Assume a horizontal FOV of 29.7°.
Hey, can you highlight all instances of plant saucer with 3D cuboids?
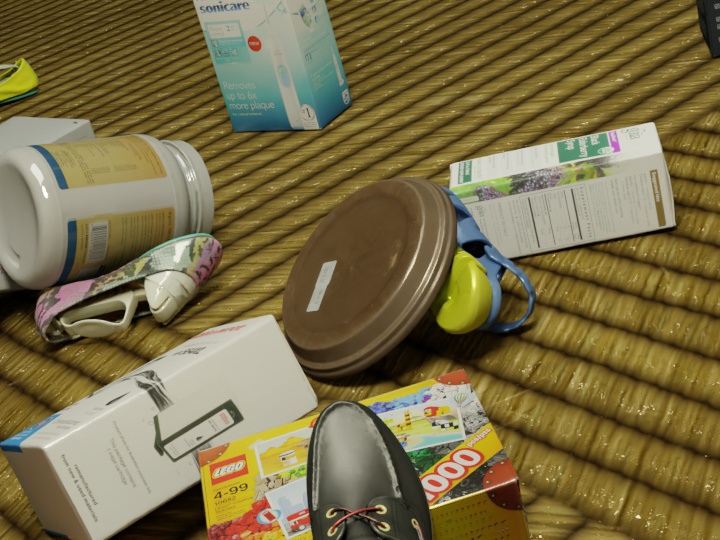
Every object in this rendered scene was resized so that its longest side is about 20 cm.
[{"bbox_3d":[0.000,0.000,1.173,0.200,0.029,0.201,-33,39,30],"label":"plant saucer"}]

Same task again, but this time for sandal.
[{"bbox_3d":[0.090,-0.005,1.179,0.087,0.080,0.200,15,30,-26],"label":"sandal"}]

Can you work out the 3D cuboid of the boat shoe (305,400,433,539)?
[{"bbox_3d":[0.008,0.164,0.793,0.073,0.063,0.202,-12,62,1],"label":"boat shoe"}]

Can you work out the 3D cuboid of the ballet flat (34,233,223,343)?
[{"bbox_3d":[-0.225,0.028,1.335,0.199,0.069,0.071,-19,43,2],"label":"ballet flat"}]

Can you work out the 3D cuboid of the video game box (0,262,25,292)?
[{"bbox_3d":[-0.455,0.017,1.410,0.181,0.047,0.200,-8,1,10],"label":"video game box"}]

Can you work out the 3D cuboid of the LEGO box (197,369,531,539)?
[{"bbox_3d":[0.001,0.160,0.912,0.199,0.078,0.149,-17,26,-4],"label":"LEGO box"}]

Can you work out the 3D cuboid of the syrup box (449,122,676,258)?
[{"bbox_3d":[0.188,-0.072,1.271,0.199,0.082,0.079,-12,25,11],"label":"syrup box"}]

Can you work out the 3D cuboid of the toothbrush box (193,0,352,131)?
[{"bbox_3d":[-0.112,-0.286,1.738,0.146,0.201,0.085,3,31,33],"label":"toothbrush box"}]

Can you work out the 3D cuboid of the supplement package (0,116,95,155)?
[{"bbox_3d":[-0.427,-0.094,1.630,0.155,0.111,0.200,7,33,39],"label":"supplement package"}]

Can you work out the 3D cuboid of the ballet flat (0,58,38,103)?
[{"bbox_3d":[-0.611,-0.285,2.172,0.199,0.067,0.067,-30,29,-27],"label":"ballet flat"}]

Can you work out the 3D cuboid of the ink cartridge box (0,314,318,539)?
[{"bbox_3d":[-0.153,0.118,1.029,0.199,0.085,0.146,-30,7,-27],"label":"ink cartridge box"}]

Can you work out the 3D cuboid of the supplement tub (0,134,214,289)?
[{"bbox_3d":[-0.267,-0.064,1.400,0.199,0.146,0.144,-11,18,-38],"label":"supplement tub"}]

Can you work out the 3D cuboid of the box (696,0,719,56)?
[{"bbox_3d":[0.465,-0.373,1.587,0.148,0.201,0.107,-10,26,10],"label":"box"}]
